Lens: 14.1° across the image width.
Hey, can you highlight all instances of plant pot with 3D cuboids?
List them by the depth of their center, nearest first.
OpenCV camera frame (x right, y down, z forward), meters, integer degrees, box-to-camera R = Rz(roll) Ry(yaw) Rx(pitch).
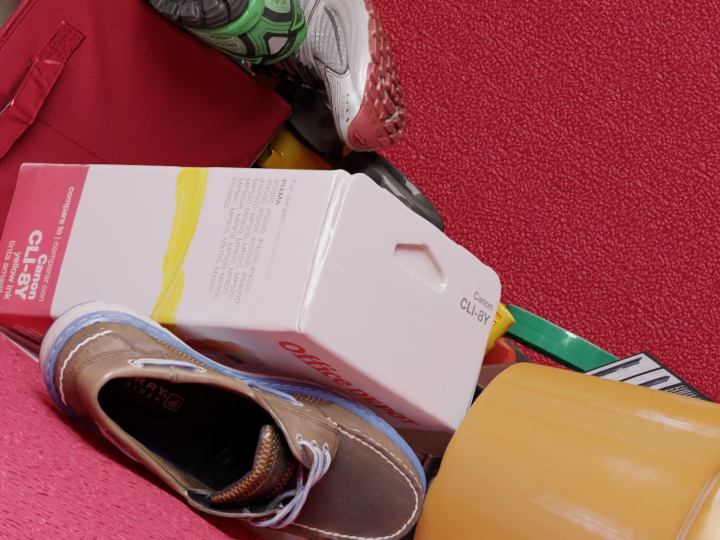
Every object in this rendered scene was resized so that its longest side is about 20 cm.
[{"bbox_3d":[0.132,0.135,1.378,0.183,0.201,0.200,25,-1,20],"label":"plant pot"}]

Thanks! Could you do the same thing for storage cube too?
[{"bbox_3d":[-0.180,-0.096,1.623,0.180,0.171,0.200,34,3,-35],"label":"storage cube"}]

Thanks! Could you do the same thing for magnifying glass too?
[{"bbox_3d":[0.099,0.035,1.766,0.079,0.022,0.200,29,-3,-25],"label":"magnifying glass"}]

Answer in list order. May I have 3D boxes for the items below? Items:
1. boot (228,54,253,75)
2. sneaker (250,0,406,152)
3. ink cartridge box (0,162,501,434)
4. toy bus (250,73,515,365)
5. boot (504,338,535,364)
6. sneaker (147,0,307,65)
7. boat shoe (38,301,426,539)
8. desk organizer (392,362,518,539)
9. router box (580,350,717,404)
[{"bbox_3d":[-0.171,-0.139,1.804,0.074,0.203,0.154,-107,-175,-69],"label":"boot"},{"bbox_3d":[-0.030,-0.125,1.606,0.200,0.082,0.078,-117,-174,-50],"label":"sneaker"},{"bbox_3d":[-0.056,0.013,1.389,0.200,0.084,0.145,2,-20,38],"label":"ink cartridge box"},{"bbox_3d":[0.000,0.000,1.668,0.192,0.136,0.200,31,15,-43],"label":"toy bus"},{"bbox_3d":[0.120,0.092,1.766,0.200,0.072,0.182,52,-10,40],"label":"boot"},{"bbox_3d":[-0.095,-0.170,1.564,0.085,0.078,0.200,42,9,-43],"label":"sneaker"},{"bbox_3d":[-0.052,0.083,1.298,0.200,0.072,0.072,23,12,-24],"label":"boat shoe"},{"bbox_3d":[0.047,0.099,1.504,0.077,0.072,0.200,35,19,28],"label":"desk organizer"},{"bbox_3d":[0.184,0.166,1.599,0.157,0.052,0.201,39,-37,57],"label":"router box"}]
